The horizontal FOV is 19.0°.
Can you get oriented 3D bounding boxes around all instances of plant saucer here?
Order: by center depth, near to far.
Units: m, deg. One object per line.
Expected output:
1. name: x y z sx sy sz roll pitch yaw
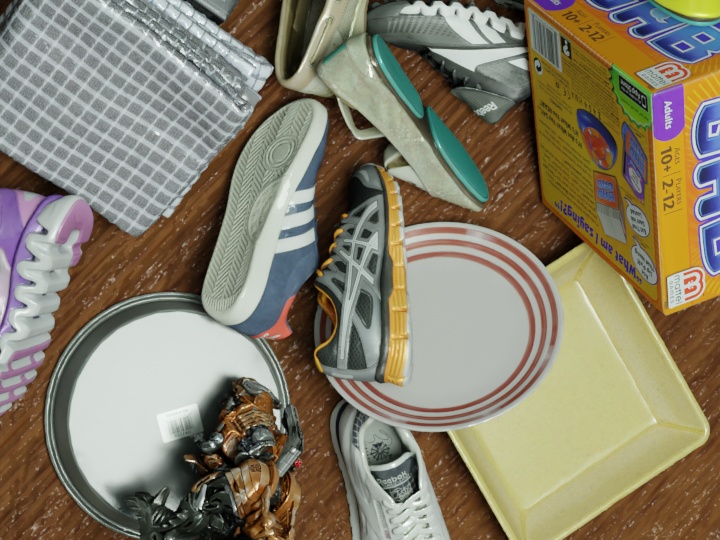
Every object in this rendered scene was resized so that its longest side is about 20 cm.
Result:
1. plant saucer: 0.161 0.104 1.786 0.200 0.048 0.200 -32 98 -13

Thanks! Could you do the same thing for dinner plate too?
1. dinner plate: 0.063 0.047 1.722 0.200 0.024 0.200 -3 54 4

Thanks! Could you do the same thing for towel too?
1. towel: -0.191 -0.135 1.638 0.200 0.086 0.166 35 114 -14

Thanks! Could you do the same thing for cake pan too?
1. cake pan: -0.148 0.117 1.705 0.200 0.037 0.200 0 90 -16

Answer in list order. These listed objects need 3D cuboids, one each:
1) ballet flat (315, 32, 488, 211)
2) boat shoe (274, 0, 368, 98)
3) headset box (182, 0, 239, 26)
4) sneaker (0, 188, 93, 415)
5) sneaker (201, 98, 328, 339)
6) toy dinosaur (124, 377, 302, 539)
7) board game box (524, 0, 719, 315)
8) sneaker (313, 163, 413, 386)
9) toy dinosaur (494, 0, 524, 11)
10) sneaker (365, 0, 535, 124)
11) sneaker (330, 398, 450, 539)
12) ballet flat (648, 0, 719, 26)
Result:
1. ballet flat: 0.032 -0.113 1.732 0.062 0.067 0.200 -26 126 18
2. boat shoe: -0.029 -0.240 1.714 0.065 0.072 0.200 6 93 -47
3. headset box: -0.133 -0.318 1.681 0.174 0.093 0.200 33 81 -13
4. sneaker: -0.281 0.022 1.652 0.088 0.080 0.200 24 98 12
5. sneaker: -0.060 -0.037 1.720 0.085 0.075 0.200 34 70 -40
6. toy dinosaur: -0.094 0.170 1.612 0.136 0.200 0.102 -37 110 23
7. board game box: 0.269 -0.123 1.700 0.200 0.200 0.200 -20 126 -17
8. sneaker: 0.000 0.000 1.700 0.077 0.078 0.200 -4 55 3
9. toy dinosaur: 0.123 -0.285 1.758 0.200 0.102 0.136 11 104 -36
10. sneaker: 0.096 -0.168 1.759 0.200 0.066 0.091 10 85 -18
11. sneaker: 0.032 0.195 1.734 0.076 0.080 0.200 -25 98 -16
12. ballet flat: 0.230 -0.259 1.662 0.067 0.200 0.067 -5 123 -14
